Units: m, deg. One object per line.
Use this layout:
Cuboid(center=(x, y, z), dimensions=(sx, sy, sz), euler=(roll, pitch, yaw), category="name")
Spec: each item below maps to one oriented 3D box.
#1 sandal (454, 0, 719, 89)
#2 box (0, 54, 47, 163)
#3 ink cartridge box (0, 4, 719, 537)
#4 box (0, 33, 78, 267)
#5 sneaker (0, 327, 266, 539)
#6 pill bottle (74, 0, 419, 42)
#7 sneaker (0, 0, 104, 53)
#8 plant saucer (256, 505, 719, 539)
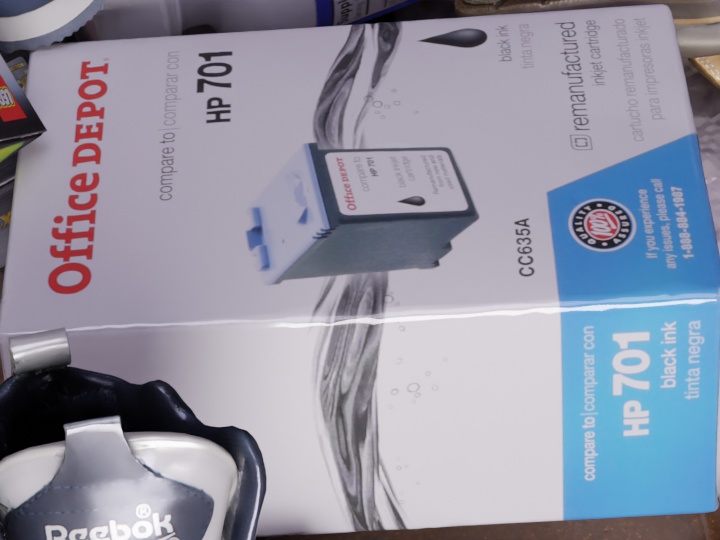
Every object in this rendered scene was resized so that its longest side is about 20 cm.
Cuboid(center=(0.130, -0.073, 0.964), dimensions=(0.199, 0.054, 0.080), euler=(-2, 15, -3), category="sandal")
Cuboid(center=(-0.200, -0.031, 0.853), dimensions=(0.200, 0.035, 0.110), euler=(-34, 86, 20), category="box")
Cuboid(center=(0.000, 0.000, 0.852), dimensions=(0.199, 0.086, 0.147), euler=(-3, 39, 0), category="ink cartridge box")
Cuboid(center=(-0.191, -0.072, 0.975), dimensions=(0.158, 0.048, 0.200), euler=(-29, 63, -16), category="box")
Cuboid(center=(-0.056, 0.099, 0.683), dimensions=(0.079, 0.130, 0.200), euler=(-7, 49, -9), category="sneaker")
Cuboid(center=(-0.009, -0.138, 0.976), dimensions=(0.199, 0.112, 0.112), euler=(-22, 61, -10), category="pill bottle")
Cuboid(center=(-0.089, -0.171, 0.896), dimensions=(0.070, 0.082, 0.201), euler=(-1, 59, 24), category="sneaker")
Cuboid(center=(0.028, 0.086, 0.887), dimensions=(0.199, 0.035, 0.201), euler=(-1, 59, 1), category="plant saucer")
